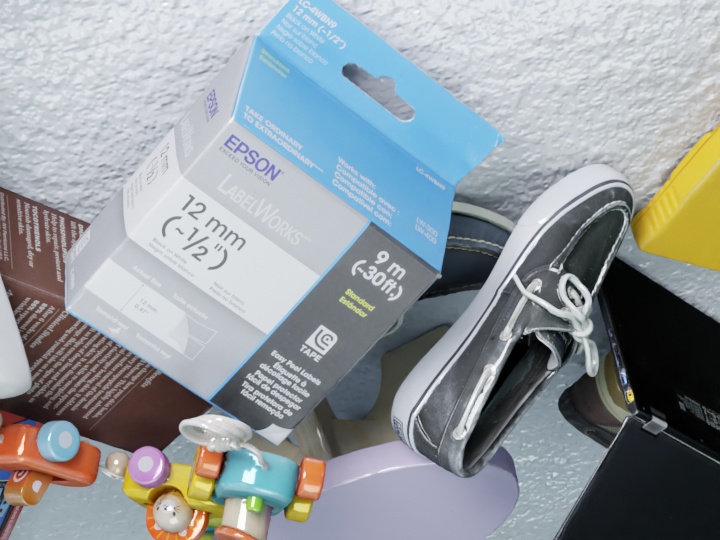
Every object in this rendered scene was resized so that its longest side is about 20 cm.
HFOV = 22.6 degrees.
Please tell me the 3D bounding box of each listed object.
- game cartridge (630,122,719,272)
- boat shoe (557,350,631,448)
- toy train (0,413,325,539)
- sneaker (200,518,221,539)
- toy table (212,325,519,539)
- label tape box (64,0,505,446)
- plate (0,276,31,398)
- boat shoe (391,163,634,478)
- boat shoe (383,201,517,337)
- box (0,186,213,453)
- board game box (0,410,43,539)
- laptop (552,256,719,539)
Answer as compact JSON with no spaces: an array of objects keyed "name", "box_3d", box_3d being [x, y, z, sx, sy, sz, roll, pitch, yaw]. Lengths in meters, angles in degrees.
[{"name":"game cartridge","box_3d":[0.282,-0.066,1.054,0.176,0.033,0.200,13,136,-28]},{"name":"boat shoe","box_3d":[0.209,0.103,1.203,0.066,0.072,0.200,-24,145,37]},{"name":"toy train","box_3d":[-0.117,0.120,0.990,0.199,0.056,0.150,-4,158,41]},{"name":"sneaker","box_3d":[-0.098,0.237,1.266,0.130,0.080,0.200,21,120,-36]},{"name":"toy table","box_3d":[-0.006,0.119,1.121,0.199,0.118,0.184,-18,140,7]},{"name":"label tape box","box_3d":[-0.037,-0.026,0.929,0.143,0.066,0.200,36,110,-24]},{"name":"plate","box_3d":[-0.280,-0.007,0.894,0.199,0.032,0.200,-2,125,9]},{"name":"boat shoe","box_3d":[0.101,0.029,1.015,0.199,0.068,0.074,-47,134,-13]},{"name":"boat shoe","box_3d":[0.000,0.000,1.025,0.199,0.062,0.075,2,137,-18]},{"name":"box","box_3d":[-0.170,0.027,1.005,0.199,0.075,0.100,25,127,-34]},{"name":"board game box","box_3d":[-0.261,0.132,1.144,0.102,0.020,0.200,9,135,-22]},{"name":"laptop","box_3d":[0.176,0.121,1.110,0.116,0.201,0.187,-35,136,28]}]
